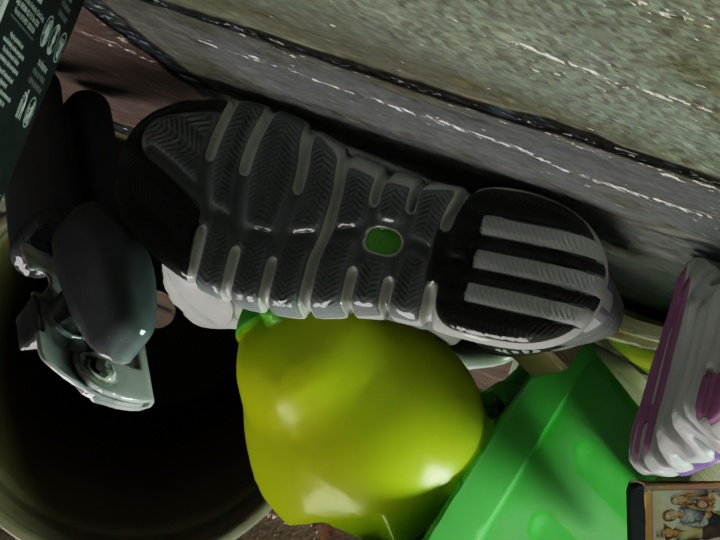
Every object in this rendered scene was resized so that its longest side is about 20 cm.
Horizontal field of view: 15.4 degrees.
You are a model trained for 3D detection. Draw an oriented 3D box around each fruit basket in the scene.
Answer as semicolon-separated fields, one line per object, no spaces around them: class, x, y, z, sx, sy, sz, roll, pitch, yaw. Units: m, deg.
fruit basket;0.016;0.096;1.088;0.216;0.216;0.156;23;143;-11

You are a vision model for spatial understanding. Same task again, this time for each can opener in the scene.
can opener;-0.107;-0.023;1.070;0.053;0.067;0.200;25;-150;-29

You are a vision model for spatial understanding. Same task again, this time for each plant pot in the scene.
plant pot;-0.113;0.035;1.381;0.200;0.200;0.174;22;-169;-3

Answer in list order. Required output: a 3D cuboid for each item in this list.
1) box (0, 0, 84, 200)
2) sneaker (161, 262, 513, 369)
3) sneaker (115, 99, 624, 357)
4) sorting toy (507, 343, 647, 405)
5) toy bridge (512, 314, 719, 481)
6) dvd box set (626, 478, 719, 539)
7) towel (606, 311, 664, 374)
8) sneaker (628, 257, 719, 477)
box;-0.212;-0.085;0.851;0.200;0.124;0.149;20;173;7
sneaker;0.000;0.000;1.145;0.099;0.078;0.200;8;175;40
sneaker;0.009;-0.004;1.022;0.200;0.075;0.115;19;175;22
sorting toy;0.159;0.111;1.278;0.180;0.107;0.200;19;178;13
toy bridge;0.145;0.068;1.094;0.200;0.067;0.027;44;151;-17
dvd box set;0.201;0.090;0.989;0.200;0.029;0.146;-1;175;2
towel;0.176;0.054;1.208;0.086;0.018;0.200;12;169;28
sneaker;0.149;0.039;0.902;0.088;0.081;0.200;15;174;-5
